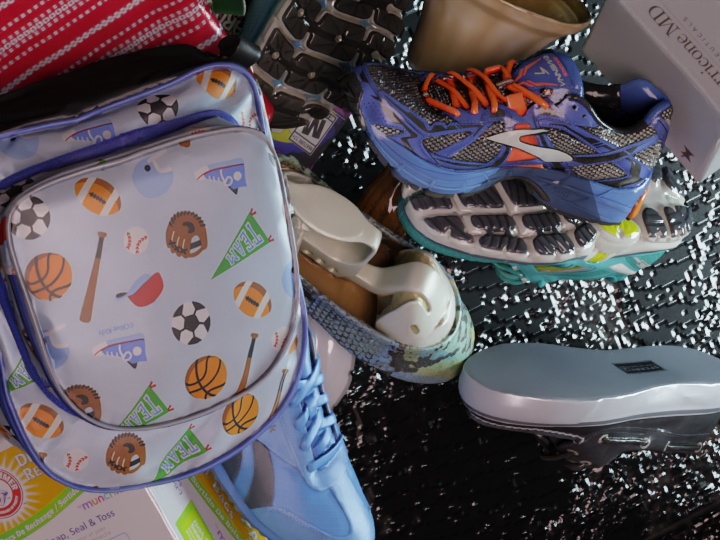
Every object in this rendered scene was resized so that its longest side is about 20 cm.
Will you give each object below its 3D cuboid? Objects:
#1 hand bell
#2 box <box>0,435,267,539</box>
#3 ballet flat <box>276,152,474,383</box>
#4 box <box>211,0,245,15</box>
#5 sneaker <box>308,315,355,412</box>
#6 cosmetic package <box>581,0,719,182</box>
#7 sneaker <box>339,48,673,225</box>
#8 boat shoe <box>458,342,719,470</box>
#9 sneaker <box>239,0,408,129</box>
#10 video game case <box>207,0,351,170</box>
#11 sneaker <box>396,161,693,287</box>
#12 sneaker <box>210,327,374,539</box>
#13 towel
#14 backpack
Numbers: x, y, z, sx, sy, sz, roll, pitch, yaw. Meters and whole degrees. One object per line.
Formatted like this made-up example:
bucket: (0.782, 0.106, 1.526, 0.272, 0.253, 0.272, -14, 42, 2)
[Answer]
hand bell: (0.035, -0.075, 1.617, 0.104, 0.104, 0.201, 19, 112, -22)
box: (-0.119, 0.148, 1.555, 0.101, 0.113, 0.201, -25, 102, 18)
ballet flat: (0.000, 0.000, 1.570, 0.200, 0.074, 0.074, 31, 94, -30)
box: (-0.051, -0.226, 1.494, 0.048, 0.117, 0.201, 11, 92, -26)
sneaker: (-0.056, 0.100, 1.626, 0.087, 0.074, 0.201, -4, 99, -31)
cosmetic package: (0.230, -0.148, 1.606, 0.200, 0.071, 0.102, -35, 75, -22)
sneaker: (0.077, -0.084, 1.533, 0.199, 0.075, 0.079, 7, 129, -34)
boat shoe: (0.130, 0.082, 1.674, 0.199, 0.070, 0.066, -3, 118, -44)
sneaker: (-0.019, -0.167, 1.557, 0.078, 0.090, 0.201, 33, 82, -43)
video game case: (-0.130, -0.073, 1.575, 0.200, 0.036, 0.182, 36, 93, -24)
sneaker: (0.097, -0.019, 1.620, 0.199, 0.078, 0.080, 5, 143, -41)
sneaker: (-0.045, 0.068, 1.538, 0.078, 0.066, 0.200, -30, 99, 33)
towel: (-0.139, -0.098, 1.449, 0.144, 0.023, 0.200, -33, 136, 1)
backpack: (-0.109, 0.006, 1.406, 0.199, 0.154, 0.191, -18, 113, -14)
